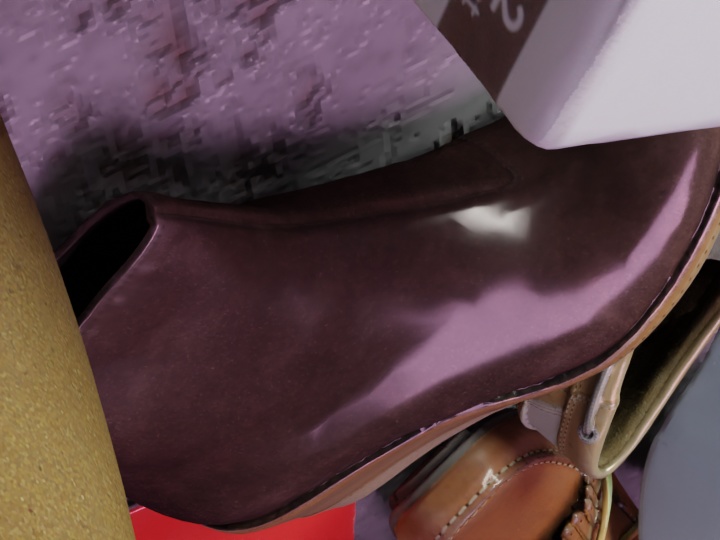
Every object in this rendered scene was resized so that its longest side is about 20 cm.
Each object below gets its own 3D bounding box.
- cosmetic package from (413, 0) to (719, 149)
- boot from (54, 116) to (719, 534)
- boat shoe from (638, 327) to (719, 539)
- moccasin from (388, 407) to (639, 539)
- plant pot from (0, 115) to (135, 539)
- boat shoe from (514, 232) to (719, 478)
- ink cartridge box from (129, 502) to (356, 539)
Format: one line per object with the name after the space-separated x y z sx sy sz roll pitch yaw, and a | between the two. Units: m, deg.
0.097 -0.144 0.594 0.200 0.165 0.165 -8 139 -38 | cosmetic package
0.000 0.000 0.781 0.200 0.072 0.166 -44 150 21 | boot
0.150 0.026 0.932 0.086 0.075 0.202 -6 111 -50 | boat shoe
0.068 0.104 0.977 0.074 0.078 0.201 -39 149 -1 | moccasin
-0.125 0.060 0.623 0.186 0.200 0.186 -25 148 -17 | plant pot
0.110 -0.021 0.855 0.072 0.076 0.200 -2 135 -41 | boat shoe
-0.078 0.145 0.929 0.200 0.045 0.176 -23 148 -19 | ink cartridge box
